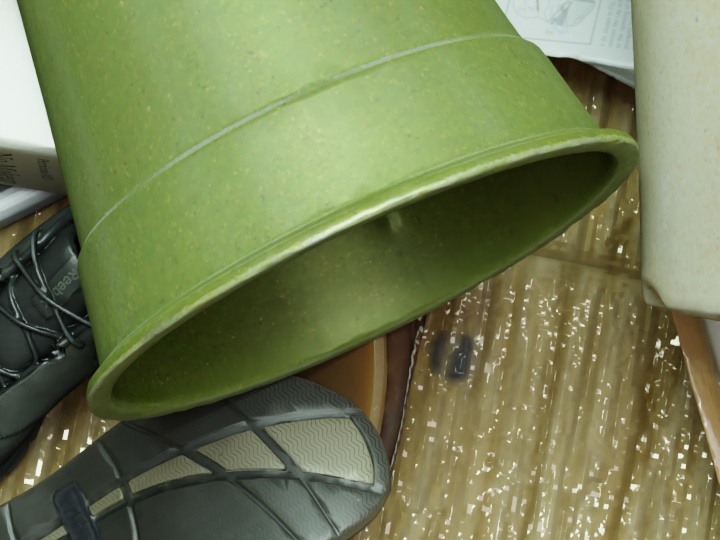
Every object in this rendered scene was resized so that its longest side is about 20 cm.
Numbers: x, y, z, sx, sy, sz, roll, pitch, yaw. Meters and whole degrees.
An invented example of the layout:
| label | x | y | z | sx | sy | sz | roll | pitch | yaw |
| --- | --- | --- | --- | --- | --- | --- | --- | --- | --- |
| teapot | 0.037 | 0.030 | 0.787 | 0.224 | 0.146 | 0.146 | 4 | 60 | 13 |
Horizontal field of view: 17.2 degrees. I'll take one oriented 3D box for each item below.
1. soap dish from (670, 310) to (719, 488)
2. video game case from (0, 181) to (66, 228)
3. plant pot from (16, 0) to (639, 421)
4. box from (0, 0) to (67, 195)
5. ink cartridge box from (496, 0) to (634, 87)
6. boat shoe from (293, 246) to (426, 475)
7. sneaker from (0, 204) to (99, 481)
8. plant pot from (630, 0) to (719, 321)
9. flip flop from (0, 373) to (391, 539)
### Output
| label | x | y | z | sx | sy | sz | roll | pitch | yaw |
| --- | --- | --- | --- | --- | --- | --- | --- | --- | --- |
| soap dish | 0.222 | 0.033 | 0.937 | 0.199 | 0.081 | 0.158 | -14 | 82 | -9 |
| video game case | -0.132 | -0.124 | 0.955 | 0.199 | 0.024 | 0.183 | -27 | 84 | -9 |
| plant pot | -0.035 | -0.079 | 0.799 | 0.199 | 0.200 | 0.191 | -22 | 79 | -9 |
| box | -0.198 | -0.081 | 0.890 | 0.198 | 0.082 | 0.069 | 9 | 80 | -1 |
| ink cartridge box | 0.137 | -0.138 | 0.962 | 0.199 | 0.047 | 0.161 | 8 | 66 | 17 |
| boat shoe | 0.000 | 0.000 | 0.923 | 0.070 | 0.070 | 0.202 | 0 | 95 | -50 |
| sneaker | -0.126 | 0.019 | 0.897 | 0.200 | 0.091 | 0.076 | -43 | 88 | -10 |
| plant pot | 0.170 | -0.072 | 0.810 | 0.199 | 0.200 | 0.185 | 4 | 92 | -5 |
| flip flop | -0.079 | 0.103 | 0.897 | 0.199 | 0.058 | 0.081 | -30 | 67 | 12 |
